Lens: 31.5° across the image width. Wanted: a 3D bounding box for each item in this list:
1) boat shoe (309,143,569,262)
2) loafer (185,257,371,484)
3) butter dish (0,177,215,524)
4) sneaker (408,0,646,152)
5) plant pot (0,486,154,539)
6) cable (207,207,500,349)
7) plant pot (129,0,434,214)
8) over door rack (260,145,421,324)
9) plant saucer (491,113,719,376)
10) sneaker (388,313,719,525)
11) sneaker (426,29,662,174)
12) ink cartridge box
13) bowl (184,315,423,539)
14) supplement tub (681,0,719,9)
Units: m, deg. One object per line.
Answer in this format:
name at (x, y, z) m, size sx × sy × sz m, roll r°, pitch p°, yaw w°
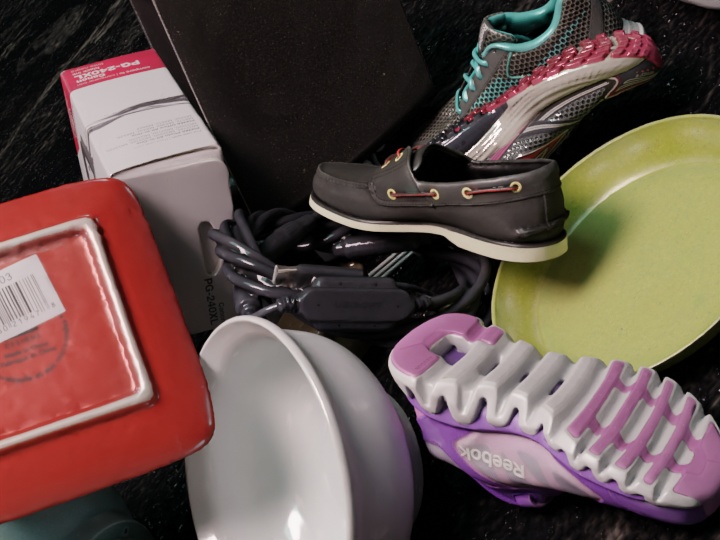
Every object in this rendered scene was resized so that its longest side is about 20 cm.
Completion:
boat shoe at (0.047, -0.055, 0.837) m, size 0.200 × 0.064 × 0.073 m, roll 12°, pitch 26°, yaw 40°
loafer at (-0.045, 0.085, 0.899) m, size 0.200 × 0.067 × 0.076 m, roll -53°, pitch 29°, yaw -10°
butter dish at (-0.213, 0.068, 0.833) m, size 0.199 × 0.148 × 0.201 m, roll -18°, pitch 71°, yaw -14°
sneaker at (0.107, -0.148, 0.946) m, size 0.199 × 0.091 × 0.078 m, roll -32°, pitch 34°, yaw 25°
plant pot at (-0.225, 0.215, 0.888) m, size 0.133 × 0.201 × 0.201 m, roll 11°, pitch 60°, yaw 26°
cable at (0.000, 0.000, 0.853) m, size 0.163 × 0.199 × 0.051 m, roll -133°, pitch 46°, yaw -59°
plant pot at (-0.060, -0.170, 1.001) m, size 0.177 × 0.201 × 0.199 m, roll -28°, pitch 18°, yaw -8°
over door rack at (-0.036, -0.035, 1.023) m, size 0.148 × 0.067 × 0.200 m, roll -39°, pitch 32°, yaw 13°
plant saucer at (0.169, -0.007, 0.773) m, size 0.199 × 0.031 × 0.201 m, roll -32°, pitch 34°, yaw 25°
sneaker at (0.107, 0.095, 0.701) m, size 0.199 × 0.089 × 0.080 m, roll 20°, pitch 40°, yaw 35°
sneaker at (0.123, -0.096, 0.881) m, size 0.199 × 0.075 × 0.081 m, roll -33°, pitch 8°, yaw 32°
ink cartridge box at (-0.158, -0.059, 0.960) m, size 0.083 × 0.146 × 0.200 m, roll -15°, pitch 33°, yaw -15°
bowl at (-0.025, 0.123, 0.772) m, size 0.201 × 0.090 × 0.203 m, roll 14°, pitch 107°, yaw 56°
supplement tub at (0.217, -0.274, 0.910) m, size 0.132 × 0.132 × 0.200 m, roll -44°, pitch 31°, yaw 7°
